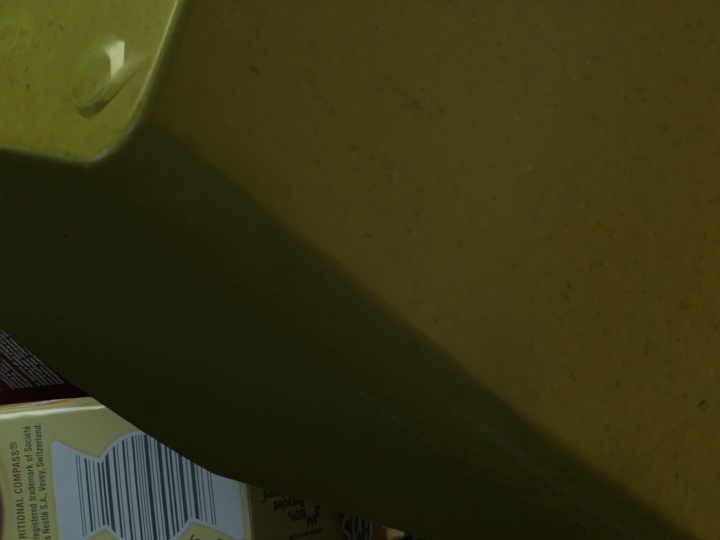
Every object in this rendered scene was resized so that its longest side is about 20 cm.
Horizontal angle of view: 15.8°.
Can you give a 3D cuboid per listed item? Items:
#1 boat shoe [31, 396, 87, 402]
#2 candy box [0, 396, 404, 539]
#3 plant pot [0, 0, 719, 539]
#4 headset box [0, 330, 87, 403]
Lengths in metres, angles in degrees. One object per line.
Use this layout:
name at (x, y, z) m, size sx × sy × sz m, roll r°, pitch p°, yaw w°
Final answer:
boat shoe at (-0.110, 0.026, 1.041) m, size 0.200 × 0.072 × 0.067 m, roll -45°, pitch -37°, yaw 17°
candy box at (-0.100, 0.068, 0.791) m, size 0.199 × 0.056 × 0.115 m, roll -6°, pitch -3°, yaw 22°
plant pot at (-0.004, -0.059, 0.548) m, size 0.200 × 0.176 × 0.201 m, roll 12°, pitch 79°, yaw 49°
headset box at (-0.068, -0.038, 0.838) m, size 0.199 × 0.077 × 0.149 m, roll -10°, pitch 42°, yaw 47°
